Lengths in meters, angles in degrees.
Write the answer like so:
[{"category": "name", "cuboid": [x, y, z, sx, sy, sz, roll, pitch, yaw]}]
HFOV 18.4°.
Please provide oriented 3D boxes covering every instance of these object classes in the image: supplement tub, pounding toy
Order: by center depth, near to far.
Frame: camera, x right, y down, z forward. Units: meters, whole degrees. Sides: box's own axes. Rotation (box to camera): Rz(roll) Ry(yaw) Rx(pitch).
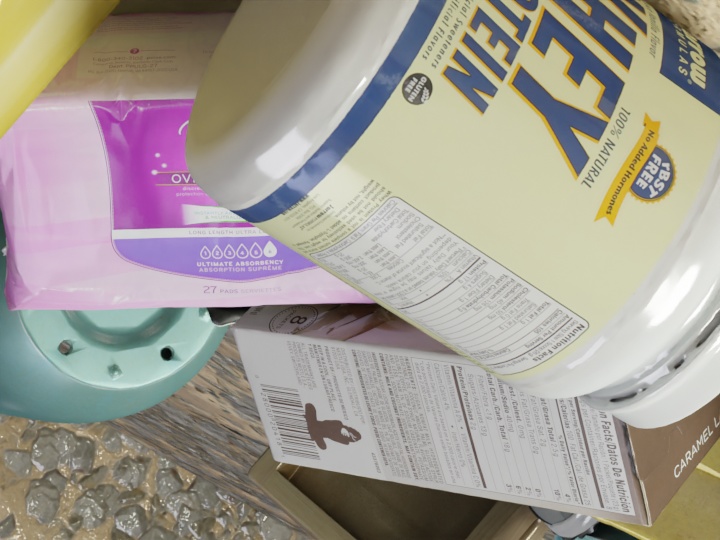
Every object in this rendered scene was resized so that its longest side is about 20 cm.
[{"category": "supplement tub", "cuboid": [0.053, -0.044, 0.804, 0.199, 0.146, 0.145, 32, 167, -19]}, {"category": "pounding toy", "cuboid": [0.069, 0.133, 1.479, 0.184, 0.200, 0.142, 39, 172, 20]}]

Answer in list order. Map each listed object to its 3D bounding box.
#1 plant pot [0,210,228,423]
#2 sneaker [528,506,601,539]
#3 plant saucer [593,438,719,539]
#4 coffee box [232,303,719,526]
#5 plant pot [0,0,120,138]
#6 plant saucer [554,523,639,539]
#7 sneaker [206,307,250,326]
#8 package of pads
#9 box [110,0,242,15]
[{"category": "plant pot", "cuboid": [-0.158, -0.005, 1.265, 0.200, 0.201, 0.161, 33, 171, -23]}, {"category": "sneaker", "cuboid": [0.127, 0.099, 1.259, 0.079, 0.074, 0.200, 36, 162, 0]}, {"category": "plant saucer", "cuboid": [0.144, 0.043, 1.044, 0.199, 0.048, 0.201, 24, 137, 23]}, {"category": "coffee box", "cuboid": [0.060, 0.037, 0.983, 0.199, 0.114, 0.080, 6, 125, 35]}, {"category": "plant pot", "cuboid": [-0.162, -0.134, 0.800, 0.200, 0.190, 0.201, 26, 169, 6]}, {"category": "plant saucer", "cuboid": [0.212, 0.195, 1.341, 0.199, 0.028, 0.200, 27, 168, 6]}, {"category": "sneaker", "cuboid": [0.000, 0.000, 1.149, 0.199, 0.080, 0.074, -9, 110, 39]}, {"category": "package of pads", "cuboid": [-0.060, -0.048, 0.940, 0.198, 0.076, 0.121, -1, 128, 1]}, {"category": "box", "cuboid": [-0.092, -0.109, 1.013, 0.199, 0.078, 0.095, 33, 166, -24]}]
